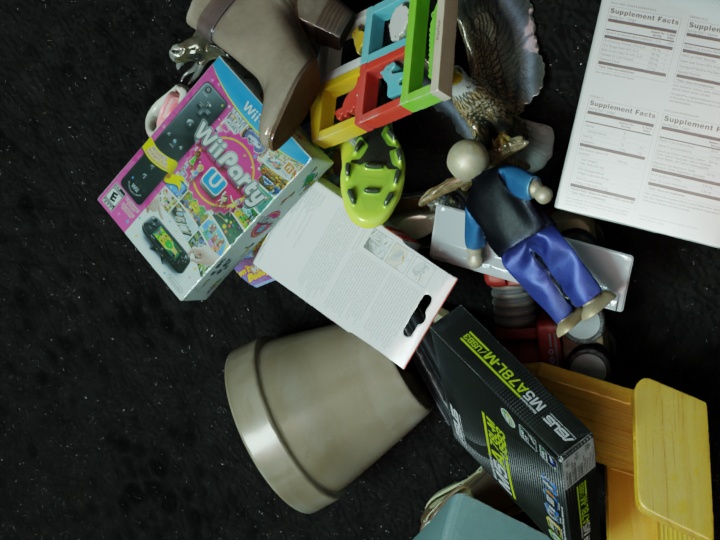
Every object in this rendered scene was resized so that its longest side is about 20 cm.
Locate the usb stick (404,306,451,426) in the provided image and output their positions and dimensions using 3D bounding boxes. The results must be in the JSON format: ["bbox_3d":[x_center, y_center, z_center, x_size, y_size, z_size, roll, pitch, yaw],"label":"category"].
[{"bbox_3d":[0.066,0.077,1.369,0.032,0.055,0.201,-28,91,21],"label":"usb stick"}]

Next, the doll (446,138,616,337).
[{"bbox_3d":[0.144,-0.034,1.169,0.200,0.048,0.136,54,141,3],"label":"doll"}]

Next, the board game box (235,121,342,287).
[{"bbox_3d":[-0.089,-0.077,1.363,0.199,0.039,0.159,-21,68,31],"label":"board game box"}]

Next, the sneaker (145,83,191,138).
[{"bbox_3d":[-0.156,-0.142,1.342,0.200,0.105,0.076,15,73,47],"label":"sneaker"}]

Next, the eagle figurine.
[{"bbox_3d":[0.106,-0.185,1.242,0.151,0.151,0.201,-11,65,-10],"label":"eagle figurine"}]

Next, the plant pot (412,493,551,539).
[{"bbox_3d":[0.122,0.386,1.303,0.195,0.201,0.197,27,145,-1],"label":"plant pot"}]

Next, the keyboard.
[{"bbox_3d":[0.159,-0.013,1.209,0.199,0.011,0.057,16,108,22],"label":"keyboard"}]

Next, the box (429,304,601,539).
[{"bbox_3d":[0.150,0.158,1.215,0.193,0.047,0.201,43,160,36],"label":"box"}]

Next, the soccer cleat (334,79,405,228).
[{"bbox_3d":[0.008,-0.111,1.273,0.064,0.201,0.084,-2,141,-4],"label":"soccer cleat"}]

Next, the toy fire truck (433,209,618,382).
[{"bbox_3d":[0.154,0.032,1.290,0.199,0.129,0.177,-5,104,17],"label":"toy fire truck"}]

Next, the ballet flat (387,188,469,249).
[{"bbox_3d":[0.025,-0.047,1.342,0.199,0.072,0.072,-10,102,29],"label":"ballet flat"}]

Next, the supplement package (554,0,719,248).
[{"bbox_3d":[0.279,-0.137,1.118,0.150,0.152,0.201,15,99,21],"label":"supplement package"}]

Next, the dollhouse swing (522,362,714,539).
[{"bbox_3d":[0.229,0.203,1.219,0.175,0.183,0.200,3,153,3],"label":"dollhouse swing"}]

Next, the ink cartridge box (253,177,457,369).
[{"bbox_3d":[0.000,0.000,1.268,0.200,0.050,0.109,35,100,22],"label":"ink cartridge box"}]

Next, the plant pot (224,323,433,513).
[{"bbox_3d":[-0.023,0.135,1.372,0.173,0.200,0.201,-29,93,15],"label":"plant pot"}]

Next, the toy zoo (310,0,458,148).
[{"bbox_3d":[0.012,-0.196,1.223,0.199,0.020,0.132,-17,59,43],"label":"toy zoo"}]

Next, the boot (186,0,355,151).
[{"bbox_3d":[-0.101,-0.219,1.223,0.146,0.201,0.070,24,150,8],"label":"boot"}]

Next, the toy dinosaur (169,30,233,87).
[{"bbox_3d":[-0.106,-0.260,1.345,0.199,0.077,0.103,0,118,21],"label":"toy dinosaur"}]

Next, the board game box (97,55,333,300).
[{"bbox_3d":[-0.148,-0.091,1.275,0.200,0.064,0.148,-46,75,15],"label":"board game box"}]

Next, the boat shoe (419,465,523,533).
[{"bbox_3d":[0.144,0.246,1.378,0.075,0.075,0.202,50,120,3],"label":"boat shoe"}]
